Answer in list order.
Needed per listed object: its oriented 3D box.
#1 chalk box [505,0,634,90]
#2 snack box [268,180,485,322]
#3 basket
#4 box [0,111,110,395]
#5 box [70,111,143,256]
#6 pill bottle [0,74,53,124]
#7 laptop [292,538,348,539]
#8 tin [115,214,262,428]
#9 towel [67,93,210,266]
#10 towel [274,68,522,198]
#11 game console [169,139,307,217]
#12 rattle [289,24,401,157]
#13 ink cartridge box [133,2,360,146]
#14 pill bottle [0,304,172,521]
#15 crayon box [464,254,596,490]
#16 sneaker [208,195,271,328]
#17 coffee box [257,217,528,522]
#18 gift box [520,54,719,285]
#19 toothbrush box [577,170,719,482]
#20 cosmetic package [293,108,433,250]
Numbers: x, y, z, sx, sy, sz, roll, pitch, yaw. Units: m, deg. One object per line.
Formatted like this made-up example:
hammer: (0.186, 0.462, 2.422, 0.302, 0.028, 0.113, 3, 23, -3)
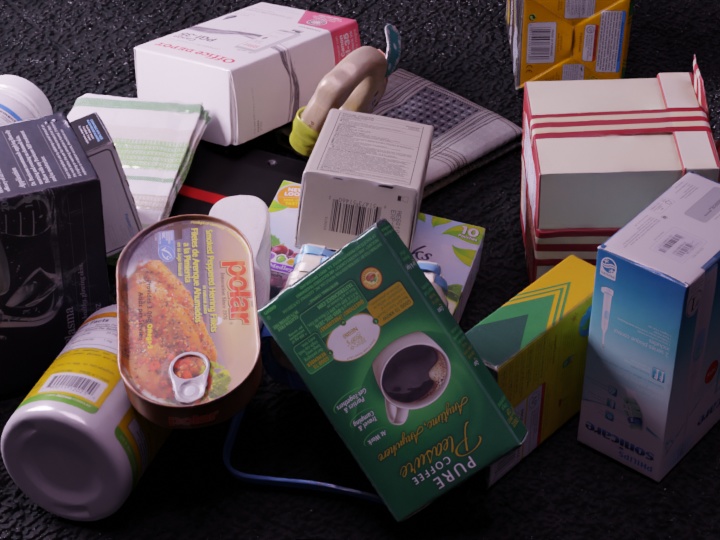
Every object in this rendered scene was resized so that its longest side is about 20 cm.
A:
chalk box: (0.229, -0.303, 1.998, 0.122, 0.126, 0.201, 0, 37, 0)
snack box: (0.000, 0.000, 1.620, 0.198, 0.053, 0.143, 14, 43, 11)
basket: (-0.011, 0.087, 1.462, 0.174, 0.139, 0.202, 8, 72, 8)
box: (-0.321, -0.005, 1.511, 0.195, 0.202, 0.124, -13, 37, -18)
box: (-0.304, -0.047, 1.612, 0.198, 0.117, 0.060, -24, 39, -9)
pill bottle: (-0.371, -0.104, 1.723, 0.111, 0.113, 0.201, 8, 36, 10)
laptop: (-0.008, 0.286, 1.282, 0.199, 0.104, 0.177, 8, 27, -37)
tin: (-0.133, 0.039, 1.401, 0.111, 0.042, 0.201, -9, 47, 2)
towel: (-0.240, -0.087, 1.731, 0.148, 0.031, 0.201, 5, 53, 17)
towel: (0.041, -0.143, 1.851, 0.199, 0.035, 0.192, -30, 46, -34)
game console: (-0.137, -0.062, 1.746, 0.198, 0.031, 0.177, 15, 44, 20)
rattle: (0.030, -0.157, 1.782, 0.142, 0.131, 0.200, 23, 25, 20)
ink cartridge box: (-0.116, -0.207, 1.859, 0.146, 0.084, 0.199, 17, 31, 36)
pill bottle: (-0.198, 0.098, 1.449, 0.110, 0.112, 0.200, 12, 37, 15)
crayon box: (0.149, 0.075, 1.476, 0.051, 0.128, 0.199, 27, 42, 32)
sneaker: (-0.104, 0.032, 1.492, 0.074, 0.089, 0.201, 3, 42, 8)
coffee box: (0.025, 0.078, 1.369, 0.123, 0.201, 0.044, -35, 0, 16)
gift box: (0.245, -0.085, 1.649, 0.184, 0.186, 0.201, -1, 42, 1)
toothbrush box: (0.255, 0.045, 1.455, 0.085, 0.202, 0.146, 26, 42, 29)
cosmetic package: (0.006, -0.077, 1.579, 0.102, 0.074, 0.200, 10, 20, 3)
